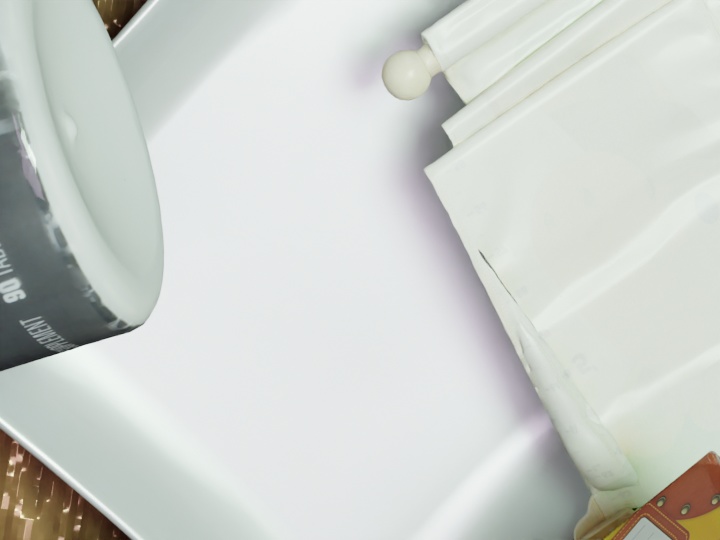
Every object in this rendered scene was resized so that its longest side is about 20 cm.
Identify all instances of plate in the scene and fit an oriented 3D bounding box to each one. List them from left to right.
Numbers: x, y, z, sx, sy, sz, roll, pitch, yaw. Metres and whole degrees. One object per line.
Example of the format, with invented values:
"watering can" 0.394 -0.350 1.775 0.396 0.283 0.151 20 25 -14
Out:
"plate" 0.000 0.000 0.824 0.200 0.032 0.200 43 91 -16

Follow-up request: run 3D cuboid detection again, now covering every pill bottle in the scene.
"pill bottle" -0.158 -0.009 0.739 0.199 0.106 0.107 -17 104 11

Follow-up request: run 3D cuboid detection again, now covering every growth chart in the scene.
"growth chart" 0.094 -0.010 0.816 0.144 0.018 0.201 -25 106 -8

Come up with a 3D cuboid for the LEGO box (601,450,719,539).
"LEGO box" 0.072 0.169 0.789 0.200 0.077 0.149 -41 119 15
